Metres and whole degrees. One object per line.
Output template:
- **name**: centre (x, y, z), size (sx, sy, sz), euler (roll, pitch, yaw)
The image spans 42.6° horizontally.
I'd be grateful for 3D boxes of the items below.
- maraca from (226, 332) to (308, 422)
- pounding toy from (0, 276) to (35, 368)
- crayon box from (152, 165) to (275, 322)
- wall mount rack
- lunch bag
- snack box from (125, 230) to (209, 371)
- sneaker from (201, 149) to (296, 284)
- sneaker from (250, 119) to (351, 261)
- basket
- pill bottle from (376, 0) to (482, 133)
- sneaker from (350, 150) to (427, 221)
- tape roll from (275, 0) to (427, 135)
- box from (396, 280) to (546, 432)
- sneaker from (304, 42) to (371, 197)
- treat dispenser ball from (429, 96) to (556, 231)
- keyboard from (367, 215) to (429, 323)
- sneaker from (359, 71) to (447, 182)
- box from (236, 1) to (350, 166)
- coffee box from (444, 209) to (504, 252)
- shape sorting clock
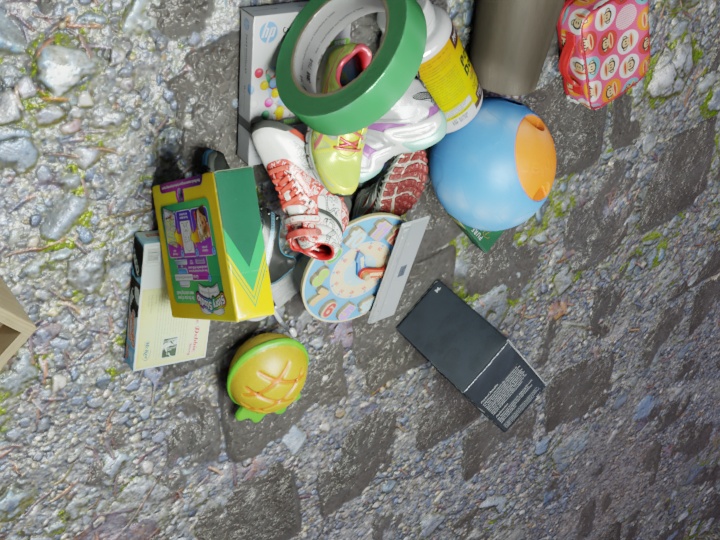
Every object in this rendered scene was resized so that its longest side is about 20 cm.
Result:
- **maraca**: centre (-0.143, 0.173, 1.438), size (0.134, 0.108, 0.202), euler (-14, 142, -17)
- **pounding toy**: centre (-0.498, 0.035, 1.034), size (0.185, 0.142, 0.200), euler (-47, 148, -3)
- **crayon box**: centre (-0.186, -0.029, 1.146), size (0.057, 0.198, 0.177), euler (-12, 96, -33)
- **wall mount rack**: centre (-0.096, 0.000, 1.379), size (0.199, 0.074, 0.175), euler (-40, 136, -13)
- **lunch bag**: centre (0.398, -0.373, 1.540), size (0.175, 0.082, 0.202), euler (-35, 136, -15)
- **snack box**: centre (-0.263, 0.039, 1.289), size (0.114, 0.037, 0.204), euler (-8, 123, -35)
- **sneaker**: centre (-0.153, -0.074, 1.245), size (0.081, 0.073, 0.204), euler (-25, 110, -11)
- **sneaker**: centre (-0.082, -0.099, 1.222), size (0.202, 0.066, 0.110), euler (48, 43, -40)
- **basket**: centre (0.230, -0.375, 1.360), size (0.180, 0.134, 0.203), euler (-45, 152, -48)
- **pill bottle**: centre (0.096, -0.297, 1.312), size (0.109, 0.109, 0.201), euler (-44, 138, -6)
- **sneaker**: centre (0.031, -0.112, 1.399), size (0.077, 0.082, 0.202), euler (7, 122, -43)
- **tape roll**: centre (-0.014, -0.264, 1.115), size (0.202, 0.200, 0.048), euler (-54, 138, 4)
- **box**: centre (0.198, 0.153, 1.644), size (0.124, 0.200, 0.197), euler (-46, 137, -2)
- **sneaker**: centre (-0.019, -0.197, 1.180), size (0.077, 0.090, 0.205), euler (2, 86, -29)
- **treat dispenser ball**: centre (0.203, -0.164, 1.429), size (0.198, 0.200, 0.204), euler (-22, 131, -27)
- **keyboard**: centre (0.057, 0.002, 1.402), size (0.056, 0.011, 0.203), euler (-24, 145, -40)
- **sneaker**: centre (0.008, -0.210, 1.274), size (0.197, 0.078, 0.141), euler (-28, 111, 8)
- **box**: centre (-0.089, -0.252, 1.236), size (0.153, 0.041, 0.204), euler (-16, 126, -33)
- **coffee box**: centre (0.242, -0.143, 1.593), size (0.201, 0.044, 0.123), euler (-52, 137, 0)
- **shape sorting clock**: centre (0.000, 0.000, 1.378), size (0.197, 0.039, 0.203), euler (-24, 137, -24)
